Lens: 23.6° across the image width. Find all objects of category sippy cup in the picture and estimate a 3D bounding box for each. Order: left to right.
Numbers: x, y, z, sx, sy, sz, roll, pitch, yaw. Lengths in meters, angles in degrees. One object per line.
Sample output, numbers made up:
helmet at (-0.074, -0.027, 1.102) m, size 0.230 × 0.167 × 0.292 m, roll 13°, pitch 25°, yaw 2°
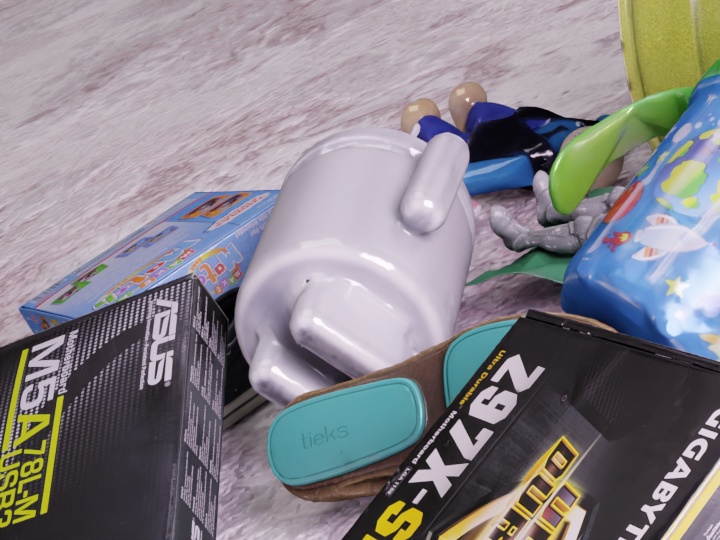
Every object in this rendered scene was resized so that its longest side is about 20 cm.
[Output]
sippy cup at (0.161, -0.004, 0.744) m, size 0.130 × 0.140 × 0.178 m, roll -43°, pitch 14°, yaw -14°

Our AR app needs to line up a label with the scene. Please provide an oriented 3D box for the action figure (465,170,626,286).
action figure at (0.159, -0.025, 0.901) m, size 0.199 × 0.055 × 0.118 m, roll 2°, pitch 33°, yaw 47°

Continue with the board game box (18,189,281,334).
board game box at (-0.126, 0.001, 1.097) m, size 0.151 × 0.037 × 0.200 m, roll -35°, pitch 14°, yaw -19°

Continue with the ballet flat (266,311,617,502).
ballet flat at (0.050, 0.067, 0.778) m, size 0.199 × 0.069 × 0.072 m, roll -22°, pitch -24°, yaw 33°

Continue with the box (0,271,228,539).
box at (-0.161, 0.111, 0.870) m, size 0.191 × 0.048 × 0.201 m, roll -21°, pitch 39°, yaw 18°

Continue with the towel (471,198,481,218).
towel at (-0.032, 0.002, 1.101) m, size 0.198 × 0.030 × 0.146 m, roll -3°, pitch 30°, yaw 42°

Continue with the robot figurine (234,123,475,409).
robot figurine at (0.000, 0.000, 0.915) m, size 0.170 × 0.112 × 0.201 m, roll -45°, pitch 16°, yaw 34°

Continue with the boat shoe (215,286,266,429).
boat shoe at (-0.120, 0.078, 0.960) m, size 0.199 × 0.063 × 0.074 m, roll -37°, pitch 25°, yaw -26°

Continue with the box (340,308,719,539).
box at (0.053, 0.113, 0.605) m, size 0.200 × 0.049 × 0.159 m, roll -50°, pitch 23°, yaw -12°

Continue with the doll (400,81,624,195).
doll at (0.100, -0.079, 1.103) m, size 0.135 × 0.049 × 0.199 m, roll -22°, pitch 22°, yaw -23°

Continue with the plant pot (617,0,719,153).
plant pot at (0.261, -0.154, 0.927) m, size 0.191 × 0.202 × 0.201 m, roll 1°, pitch 30°, yaw 29°
